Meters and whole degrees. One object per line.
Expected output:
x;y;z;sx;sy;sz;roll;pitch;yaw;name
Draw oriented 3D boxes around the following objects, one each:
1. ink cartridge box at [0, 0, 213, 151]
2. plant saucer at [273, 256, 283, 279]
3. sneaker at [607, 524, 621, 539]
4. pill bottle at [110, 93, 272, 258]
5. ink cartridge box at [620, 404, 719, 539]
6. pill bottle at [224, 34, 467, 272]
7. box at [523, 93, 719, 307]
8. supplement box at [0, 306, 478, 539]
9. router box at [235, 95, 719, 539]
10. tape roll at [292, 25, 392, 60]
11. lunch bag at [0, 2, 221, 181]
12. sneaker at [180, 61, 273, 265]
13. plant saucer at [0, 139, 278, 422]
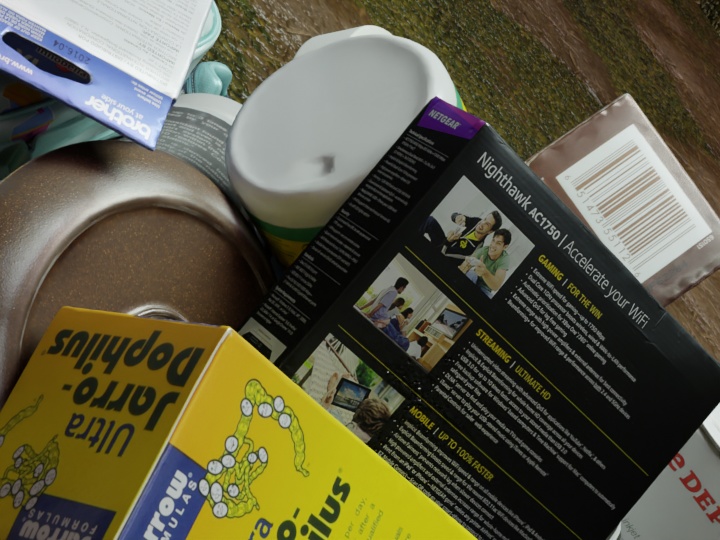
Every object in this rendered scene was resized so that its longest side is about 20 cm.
-0.124;-0.140;0.874;0.119;0.042;0.200;28;45;-16;ink cartridge box
0.000;0.000;1.054;0.200;0.027;0.201;-5;90;-65;plant saucer
0.042;0.154;0.966;0.076;0.200;0.116;-151;-132;-75;sneaker
-0.103;-0.020;0.989;0.113;0.113;0.200;47;21;-9;pill bottle
0.120;0.140;1.052;0.147;0.200;0.086;54;19;4;ink cartridge box
0.024;-0.007;0.940;0.113;0.113;0.200;-106;170;-48;pill bottle
0.112;-0.009;1.026;0.100;0.075;0.200;55;-15;5;box
-0.050;0.115;0.784;0.200;0.109;0.110;43;64;-38;supplement box
0.057;0.044;0.861;0.200;0.149;0.051;43;-4;-32;router box
0.009;-0.046;1.174;0.203;0.037;0.203;-10;90;-68;tape roll
-0.172;-0.120;0.909;0.200;0.077;0.161;-28;80;-43;lunch bag
-0.057;-0.035;1.144;0.200;0.086;0.078;50;19;-14;sneaker
-0.097;0.044;0.837;0.200;0.032;0.201;-1;92;-46;plant saucer
